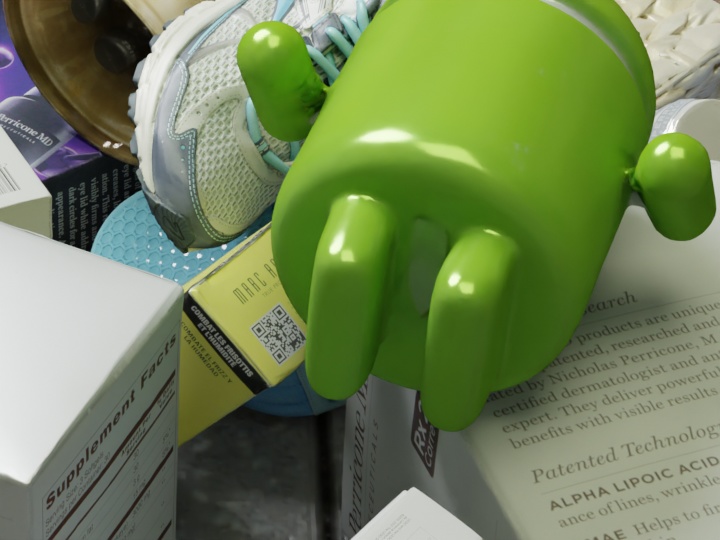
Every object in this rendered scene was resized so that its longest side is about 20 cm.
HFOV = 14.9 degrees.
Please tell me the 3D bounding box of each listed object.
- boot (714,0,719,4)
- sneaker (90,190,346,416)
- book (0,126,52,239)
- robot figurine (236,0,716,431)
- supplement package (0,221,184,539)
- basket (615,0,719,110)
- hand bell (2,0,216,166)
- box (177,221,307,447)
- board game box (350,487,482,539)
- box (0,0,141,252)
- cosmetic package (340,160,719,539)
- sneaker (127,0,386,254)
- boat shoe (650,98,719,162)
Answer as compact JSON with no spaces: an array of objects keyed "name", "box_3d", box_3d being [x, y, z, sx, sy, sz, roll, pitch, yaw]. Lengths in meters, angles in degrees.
[{"name":"boot","box_3d":[0.274,-0.096,1.352,0.200,0.074,0.155,-10,41,7]},{"name":"sneaker","box_3d":[0.000,0.000,1.163,0.200,0.131,0.080,-12,54,26]},{"name":"book","box_3d":[-0.230,-0.065,1.144,0.134,0.048,0.200,-17,47,-25]},{"name":"robot figurine","box_3d":[0.039,-0.036,0.994,0.175,0.116,0.200,14,44,12]},{"name":"supplement package","box_3d":[-0.142,0.092,1.015,0.117,0.200,0.117,19,44,16]},{"name":"basket","box_3d":[0.071,-0.055,1.256,0.136,0.123,0.200,33,49,28]},{"name":"hand bell","box_3d":[-0.048,-0.143,1.182,0.104,0.104,0.200,30,56,25]},{"name":"box","box_3d":[-0.077,0.042,1.084,0.050,0.200,0.075,52,50,-4]},{"name":"board game box","box_3d":[-0.027,0.176,0.933,0.035,0.200,0.126,35,50,19]},{"name":"box","box_3d":[-0.175,-0.042,1.233,0.200,0.104,0.148,-26,50,-29]},{"name":"cosmetic package","box_3d":[0.104,0.093,1.064,0.165,0.165,0.200,-13,44,-18]},{"name":"sneaker","box_3d":[-0.020,-0.087,1.094,0.086,0.078,0.200,-1,43,35]},{"name":"boat shoe","box_3d":[0.173,0.009,1.186,0.069,0.200,0.072,-5,47,57]}]
